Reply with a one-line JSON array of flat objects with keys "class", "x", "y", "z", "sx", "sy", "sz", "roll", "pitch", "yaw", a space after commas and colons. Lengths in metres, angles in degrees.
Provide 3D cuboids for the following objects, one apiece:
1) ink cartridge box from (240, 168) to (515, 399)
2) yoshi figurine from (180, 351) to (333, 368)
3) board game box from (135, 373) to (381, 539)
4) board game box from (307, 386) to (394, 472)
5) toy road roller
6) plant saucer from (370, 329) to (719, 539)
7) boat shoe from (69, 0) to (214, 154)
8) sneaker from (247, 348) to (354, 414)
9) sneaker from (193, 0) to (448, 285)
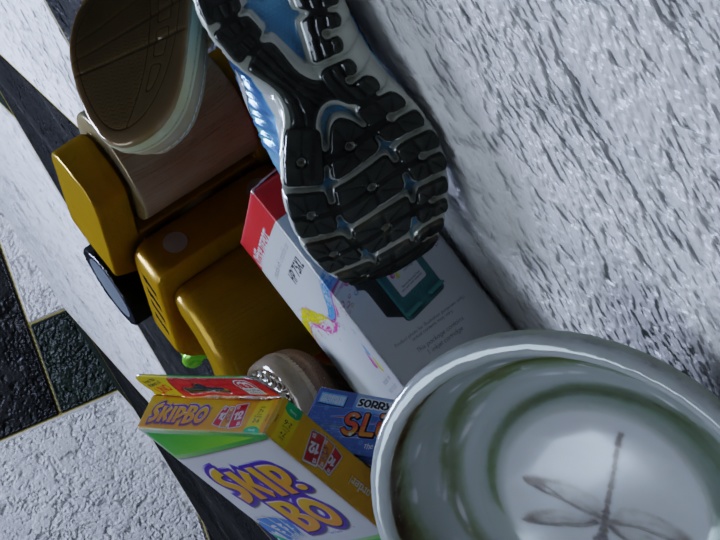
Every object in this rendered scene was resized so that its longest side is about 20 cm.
[{"class": "ink cartridge box", "x": 0.000, "y": 0.000, "z": 1.140, "sx": 0.200, "sy": 0.067, "sz": 0.116, "roll": 52, "pitch": 167, "yaw": 7}, {"class": "yoshi figurine", "x": -0.055, "y": 0.044, "z": 1.402, "sx": 0.200, "sy": 0.112, "sz": 0.112, "roll": 46, "pitch": 173, "yaw": 47}, {"class": "board game box", "x": -0.022, "y": 0.112, "z": 1.068, "sx": 0.095, "sy": 0.030, "sz": 0.200, "roll": -2, "pitch": 141, "yaw": 47}, {"class": "board game box", "x": 0.070, "y": 0.131, "z": 1.092, "sx": 0.135, "sy": 0.034, "sz": 0.200, "roll": 8, "pitch": 151, "yaw": 33}, {"class": "toy road roller", "x": -0.081, "y": -0.019, "z": 1.257, "sx": 0.146, "sy": 0.123, "sz": 0.200, "roll": 49, "pitch": 164, "yaw": 26}, {"class": "plant saucer", "x": 0.103, "y": 0.104, "z": 0.933, "sx": 0.200, "sy": 0.050, "sz": 0.200, "roll": 15, "pitch": 125, "yaw": 22}, {"class": "boat shoe", "x": -0.096, "y": -0.127, "z": 1.058, "sx": 0.065, "sy": 0.072, "sz": 0.200, "roll": 44, "pitch": -154, "yaw": -43}, {"class": "sneaker", "x": -0.012, "y": 0.080, "z": 1.252, "sx": 0.070, "sy": 0.076, "sz": 0.200, "roll": 49, "pitch": 169, "yaw": 21}, {"class": "sneaker", "x": -0.019, "y": -0.087, "z": 1.018, "sx": 0.090, "sy": 0.078, "sz": 0.200, "roll": -114, "pitch": 1, "yaw": -65}]
